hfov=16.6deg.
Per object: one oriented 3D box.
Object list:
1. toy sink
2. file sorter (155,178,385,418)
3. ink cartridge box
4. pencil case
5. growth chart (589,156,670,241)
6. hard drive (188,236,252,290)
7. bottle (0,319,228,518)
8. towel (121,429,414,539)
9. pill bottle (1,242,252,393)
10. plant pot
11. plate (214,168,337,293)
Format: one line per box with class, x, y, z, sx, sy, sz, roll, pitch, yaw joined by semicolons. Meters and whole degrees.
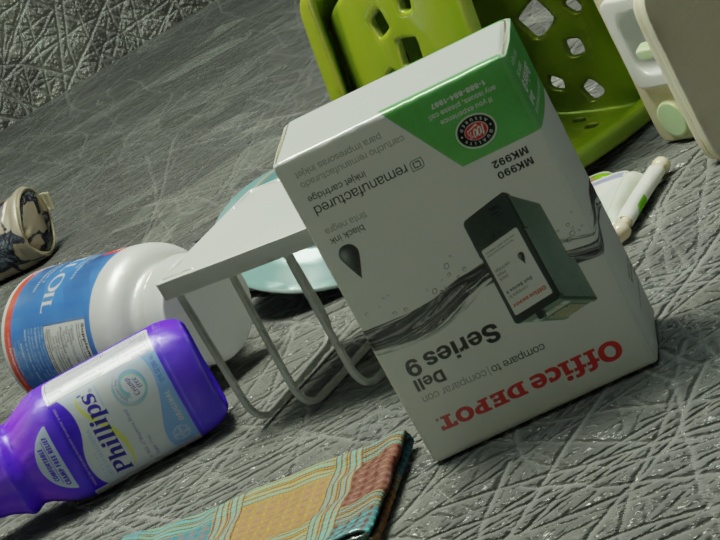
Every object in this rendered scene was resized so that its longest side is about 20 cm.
toy sink;0.248;-0.172;1.733;0.200;0.131;0.112;-38;17;-31
file sorter;0.000;0.000;1.605;0.200;0.125;0.139;-19;17;34
ink cartridge box;0.062;-0.016;1.386;0.146;0.200;0.084;-25;17;12
pencil case;-0.409;-0.018;2.573;0.199;0.078;0.090;-24;34;20
growth chart;0.122;-0.031;1.704;0.199;0.018;0.145;-19;16;34
hard drive;-0.056;-0.032;2.006;0.135;0.042;0.200;-35;15;-24
bottle;-0.191;0.111;1.668;0.199;0.084;0.065;-28;14;-2
towel;-0.069;0.155;1.400;0.199;0.022;0.147;-24;15;17
pill bottle;-0.170;0.039;1.830;0.200;0.113;0.112;-12;21;49
plant pot;0.080;-0.164;1.834;0.181;0.201;0.199;-10;15;42
plate;-0.024;-0.051;1.904;0.199;0.026;0.200;-12;33;8
